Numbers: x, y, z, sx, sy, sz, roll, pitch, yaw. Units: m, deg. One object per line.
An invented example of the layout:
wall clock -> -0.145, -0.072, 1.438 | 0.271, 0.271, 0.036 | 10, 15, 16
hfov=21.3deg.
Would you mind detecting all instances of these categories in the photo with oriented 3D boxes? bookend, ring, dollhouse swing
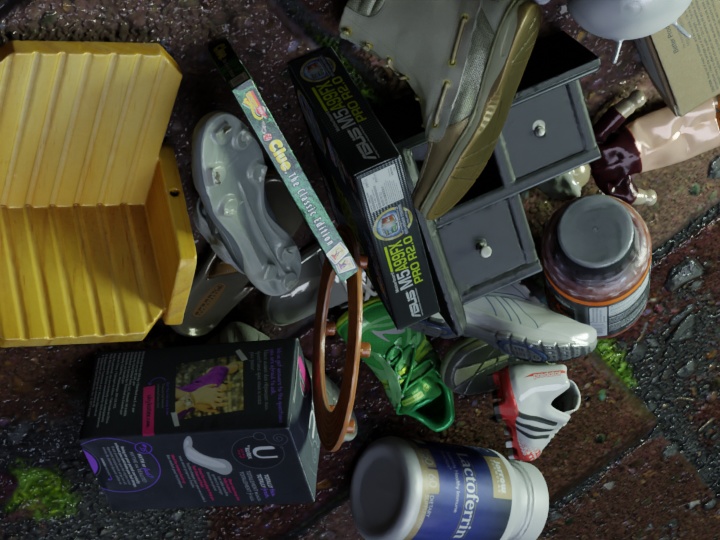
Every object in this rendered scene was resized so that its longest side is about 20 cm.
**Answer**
bookend -> 0.132, -0.079, 1.716 | 0.198, 0.092, 0.201 | -22, 117, -7
ring -> -0.016, 0.060, 1.687 | 0.019, 0.201, 0.201 | 4, 130, -12
dollhouse swing -> -0.227, -0.061, 1.544 | 0.199, 0.183, 0.176 | -1, 151, -26

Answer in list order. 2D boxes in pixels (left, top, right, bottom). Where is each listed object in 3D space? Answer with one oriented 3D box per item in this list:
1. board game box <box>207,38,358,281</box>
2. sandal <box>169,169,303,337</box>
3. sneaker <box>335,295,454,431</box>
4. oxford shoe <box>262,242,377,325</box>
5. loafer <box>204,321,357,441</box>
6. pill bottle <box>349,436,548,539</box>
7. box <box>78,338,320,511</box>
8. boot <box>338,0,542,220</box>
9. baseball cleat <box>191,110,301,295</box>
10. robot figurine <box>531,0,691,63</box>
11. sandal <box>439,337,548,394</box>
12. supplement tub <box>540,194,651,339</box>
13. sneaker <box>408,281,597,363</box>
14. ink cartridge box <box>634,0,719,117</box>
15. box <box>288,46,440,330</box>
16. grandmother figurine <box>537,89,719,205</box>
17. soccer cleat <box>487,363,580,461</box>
board game box -> -0.064, -0.092, 1.595 | 0.023, 0.105, 0.201 | -29, 120, 1
sandal -> -0.107, -0.006, 1.732 | 0.080, 0.054, 0.200 | 17, 121, -38
sneaker -> 0.046, 0.092, 1.885 | 0.074, 0.084, 0.200 | -35, 137, 8
oxford shoe -> 0.000, 0.000, 1.794 | 0.199, 0.058, 0.075 | -26, 141, 0
loafer -> -0.084, 0.116, 1.861 | 0.063, 0.072, 0.200 | -29, 134, 25
pill bottle -> 0.097, 0.242, 2.033 | 0.199, 0.116, 0.116 | 10, 125, -36
box -> -0.144, 0.144, 1.766 | 0.198, 0.107, 0.123 | -3, 139, 10
boot -> 0.047, -0.159, 1.588 | 0.072, 0.154, 0.201 | -22, 137, -64
baseball cleat -> -0.117, -0.060, 1.613 | 0.070, 0.106, 0.201 | -41, 134, -24
robot figurine -> 0.208, -0.275, 1.551 | 0.168, 0.113, 0.201 | -18, 94, 3
sandal -> 0.143, 0.082, 1.943 | 0.200, 0.057, 0.080 | 4, 112, -50
supplement tub -> 0.225, -0.008, 1.822 | 0.106, 0.107, 0.200 | -27, 161, -1
sneaker -> 0.131, 0.031, 1.813 | 0.199, 0.088, 0.075 | 17, 164, 6
ink cartridge box -> 0.313, -0.258, 1.700 | 0.164, 0.075, 0.200 | -29, 138, 3
box -> 0.004, -0.069, 1.654 | 0.044, 0.161, 0.201 | -24, 138, -7
grandmother figurine -> 0.259, -0.115, 1.827 | 0.199, 0.061, 0.122 | -19, 109, -7
soccer cleat -> 0.180, 0.140, 1.904 | 0.085, 0.069, 0.200 | -11, 155, 7
